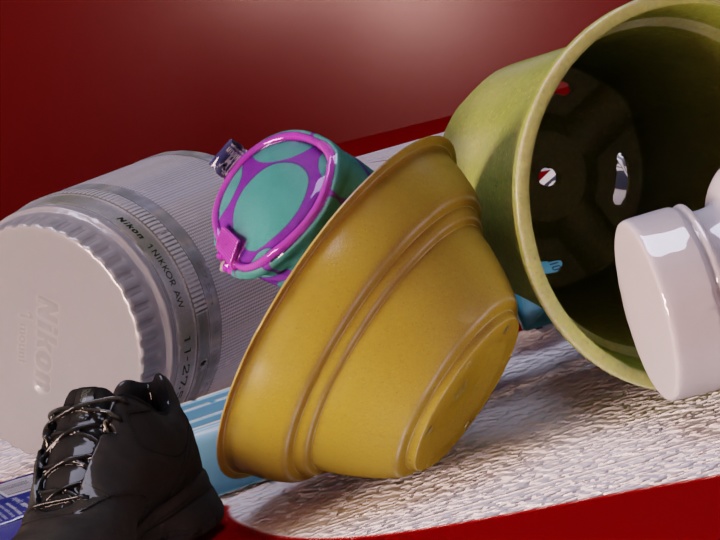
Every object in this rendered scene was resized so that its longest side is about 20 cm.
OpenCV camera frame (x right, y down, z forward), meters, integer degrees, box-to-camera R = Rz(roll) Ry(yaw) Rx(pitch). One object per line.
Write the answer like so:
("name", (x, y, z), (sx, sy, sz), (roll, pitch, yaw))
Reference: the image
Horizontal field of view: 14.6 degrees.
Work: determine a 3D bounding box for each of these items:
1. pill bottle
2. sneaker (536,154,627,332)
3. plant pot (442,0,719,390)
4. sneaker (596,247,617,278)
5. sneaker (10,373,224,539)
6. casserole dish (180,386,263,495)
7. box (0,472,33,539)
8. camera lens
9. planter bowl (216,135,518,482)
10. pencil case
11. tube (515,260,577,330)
("pill bottle", (0.230, -0.007, 1.354), (0.199, 0.120, 0.120), (-15, 7, -7))
("sneaker", (0.138, -0.037, 1.748), (0.130, 0.079, 0.199), (-50, -11, 14))
("plant pot", (0.132, -0.046, 1.483), (0.200, 0.201, 0.184), (-17, 11, -21))
("sneaker", (0.231, -0.012, 1.591), (0.199, 0.071, 0.076), (-17, 9, -15))
("sneaker", (-0.130, 0.105, 1.335), (0.076, 0.091, 0.200), (-10, 9, 17))
("casserole dish", (-0.069, 0.090, 1.542), (0.199, 0.039, 0.121), (-17, 8, -26))
("box", (-0.241, 0.150, 1.441), (0.199, 0.033, 0.121), (-15, 7, -16))
("camera lens", (-0.140, 0.020, 1.729), (0.159, 0.161, 0.200), (-10, 8, 31))
("planter bowl", (0.021, 0.040, 1.391), (0.083, 0.201, 0.200), (33, 26, 17))
("pencil case", (0.000, 0.000, 1.529), (0.092, 0.085, 0.200), (-39, -41, 12))
("tube", (0.144, -0.006, 1.638), (0.199, 0.078, 0.050), (-6, -36, -43))
